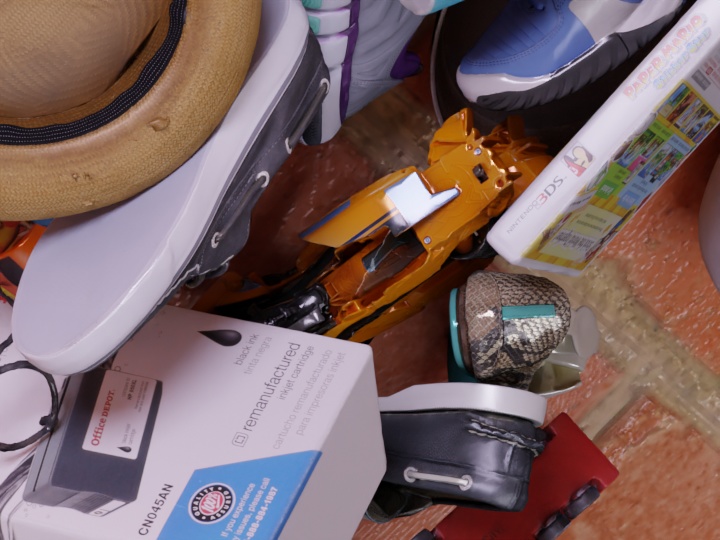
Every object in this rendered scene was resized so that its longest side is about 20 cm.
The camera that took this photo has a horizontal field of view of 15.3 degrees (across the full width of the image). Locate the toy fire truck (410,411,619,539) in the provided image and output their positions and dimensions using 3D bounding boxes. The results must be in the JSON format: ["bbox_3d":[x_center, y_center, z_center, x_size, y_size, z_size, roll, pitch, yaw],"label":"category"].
[{"bbox_3d":[0.068,0.139,1.408,0.200,0.049,0.141,-39,172,-32],"label":"toy fire truck"}]

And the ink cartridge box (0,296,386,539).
[{"bbox_3d":[-0.107,0.089,1.193,0.145,0.200,0.084,-62,155,-42],"label":"ink cartridge box"}]

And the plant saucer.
[{"bbox_3d":[0.115,-0.132,1.308,0.200,0.032,0.200,-18,134,-20],"label":"plant saucer"}]

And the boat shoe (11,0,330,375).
[{"bbox_3d":[-0.073,-0.029,1.136,0.066,0.070,0.200,53,55,-42],"label":"boat shoe"}]

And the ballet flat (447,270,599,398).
[{"bbox_3d":[0.081,0.039,1.336,0.075,0.068,0.200,-4,170,1],"label":"ballet flat"}]

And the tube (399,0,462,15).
[{"bbox_3d":[0.100,-0.170,1.153,0.200,0.050,0.078,-26,118,-21],"label":"tube"}]

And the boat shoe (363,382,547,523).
[{"bbox_3d":[0.011,0.094,1.323,0.075,0.200,0.060,17,73,-31],"label":"boat shoe"}]

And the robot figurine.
[{"bbox_3d":[0.000,0.000,1.284,0.200,0.058,0.145,-34,168,18],"label":"robot figurine"}]

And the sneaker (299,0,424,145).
[{"bbox_3d":[-0.003,-0.150,1.196,0.087,0.074,0.200,-29,148,-27],"label":"sneaker"}]

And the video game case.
[{"bbox_3d":[0.142,-0.072,1.263,0.182,0.023,0.200,-48,170,7],"label":"video game case"}]

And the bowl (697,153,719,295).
[{"bbox_3d":[0.275,-0.073,1.436,0.199,0.075,0.200,1,124,-35],"label":"bowl"}]

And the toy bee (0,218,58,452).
[{"bbox_3d":[-0.144,-0.035,1.181,0.200,0.109,0.131,-44,133,-30],"label":"toy bee"}]

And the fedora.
[{"bbox_3d":[-0.142,-0.117,1.088,0.200,0.082,0.201,-4,107,-13],"label":"fedora"}]

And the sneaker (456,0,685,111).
[{"bbox_3d":[0.118,-0.152,1.232,0.200,0.076,0.077,-41,115,2],"label":"sneaker"}]
